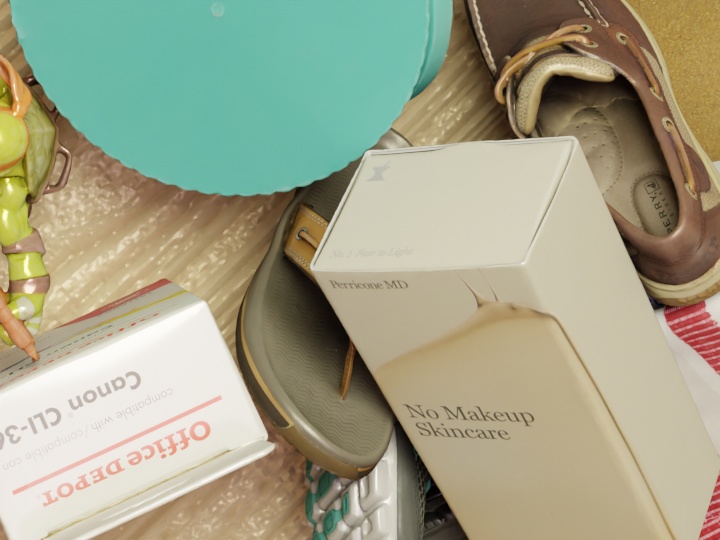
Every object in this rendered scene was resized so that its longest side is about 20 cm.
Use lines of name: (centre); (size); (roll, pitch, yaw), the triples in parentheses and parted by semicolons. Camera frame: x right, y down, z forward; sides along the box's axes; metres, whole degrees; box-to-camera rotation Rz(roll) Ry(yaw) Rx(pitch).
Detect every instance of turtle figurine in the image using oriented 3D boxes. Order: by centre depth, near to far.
turtle figurine: (-0.162, -0.065, 0.846); (0.064, 0.161, 0.202); (-20, 97, -11)

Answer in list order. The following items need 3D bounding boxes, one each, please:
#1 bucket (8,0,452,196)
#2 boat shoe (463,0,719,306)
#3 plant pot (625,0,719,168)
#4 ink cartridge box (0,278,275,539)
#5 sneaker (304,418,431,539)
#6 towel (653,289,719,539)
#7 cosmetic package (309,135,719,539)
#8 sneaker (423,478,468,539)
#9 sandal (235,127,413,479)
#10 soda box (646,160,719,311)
bucket: (-0.049, -0.141, 0.836); (0.205, 0.135, 0.209); (4, 125, 5)
boat shoe: (0.095, -0.077, 0.836); (0.072, 0.072, 0.201); (-34, 59, 15)
plant pot: (0.183, -0.089, 0.929); (0.198, 0.186, 0.188); (-7, 95, 5)
ink cartridge box: (-0.112, 0.060, 0.845); (0.116, 0.200, 0.068); (-25, 98, -10)
sneaker: (0.023, 0.064, 0.915); (0.090, 0.078, 0.202); (8, 65, -24)
towel: (0.175, 0.065, 0.870); (0.144, 0.199, 0.023); (46, 44, -26)
cosmetic package: (0.071, 0.042, 0.821); (0.201, 0.103, 0.073); (58, 43, -37)
sneaker: (0.028, 0.156, 0.956); (0.200, 0.076, 0.091); (-39, 112, -5)
sandal: (0.000, 0.000, 0.862); (0.081, 0.055, 0.201); (31, 46, -13)
soda box: (0.141, -0.001, 0.881); (0.068, 0.199, 0.064); (51, 43, -36)
